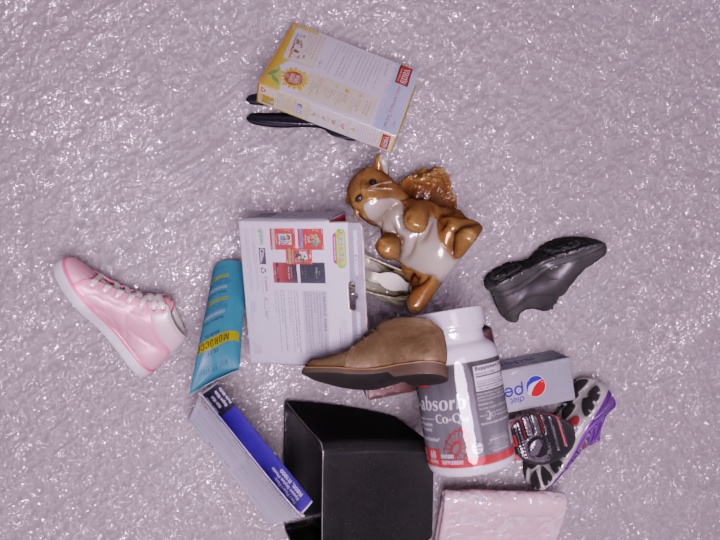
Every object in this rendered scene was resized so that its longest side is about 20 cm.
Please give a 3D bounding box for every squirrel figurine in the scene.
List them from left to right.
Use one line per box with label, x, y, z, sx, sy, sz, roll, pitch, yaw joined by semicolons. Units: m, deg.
squirrel figurine;0.070;-0.075;0.841;0.186;0.200;0.142;38;122;6

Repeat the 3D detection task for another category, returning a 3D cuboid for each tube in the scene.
tube;-0.184;0.070;0.794;0.077;0.202;0.050;-30;128;21

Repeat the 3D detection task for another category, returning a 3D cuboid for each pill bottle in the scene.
pill bottle;0.129;0.153;0.775;0.114;0.116;0.203;-8;85;-7

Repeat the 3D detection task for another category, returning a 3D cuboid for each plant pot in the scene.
plant pot;-0.002;0.303;0.841;0.175;0.199;0.204;0;94;-21

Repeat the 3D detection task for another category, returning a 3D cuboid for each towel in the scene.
towel;0.212;0.430;0.931;0.197;0.032;0.194;4;107;-9

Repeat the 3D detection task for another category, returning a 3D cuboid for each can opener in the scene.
can opener;-0.068;-0.229;0.855;0.197;0.079;0.064;10;101;1

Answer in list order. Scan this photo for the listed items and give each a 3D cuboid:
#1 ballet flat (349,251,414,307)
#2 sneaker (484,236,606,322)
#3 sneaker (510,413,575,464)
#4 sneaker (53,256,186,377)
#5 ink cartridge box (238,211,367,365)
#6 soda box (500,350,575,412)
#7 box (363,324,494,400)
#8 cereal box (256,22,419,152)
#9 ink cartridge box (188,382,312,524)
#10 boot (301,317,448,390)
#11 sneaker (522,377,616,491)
ballet flat;0.000;0.000;0.877;0.197;0.069;0.070;20;91;-9
sneaker;0.293;0.012;0.924;0.198;0.076;0.092;-24;106;1
sneaker;0.222;0.254;0.905;0.197;0.087;0.075;-10;88;1
sneaker;-0.324;0.043;0.828;0.104;0.075;0.201;-35;105;0
ink cartridge box;-0.066;0.024;0.818;0.173;0.084;0.203;2;104;14
soda box;0.226;0.179;0.921;0.197;0.063;0.069;-10;94;-8
box;0.093;0.128;0.881;0.197;0.100;0.076;-8;95;-8
cereal box;-0.027;-0.256;0.822;0.197;0.040;0.145;22;56;-2
ink cartridge box;-0.149;0.246;0.790;0.040;0.200;0.200;-38;84;-29
boot;0.017;0.107;0.750;0.197;0.074;0.077;-9;64;24
sneaker;0.340;0.271;0.941;0.083;0.081;0.201;35;94;-26
